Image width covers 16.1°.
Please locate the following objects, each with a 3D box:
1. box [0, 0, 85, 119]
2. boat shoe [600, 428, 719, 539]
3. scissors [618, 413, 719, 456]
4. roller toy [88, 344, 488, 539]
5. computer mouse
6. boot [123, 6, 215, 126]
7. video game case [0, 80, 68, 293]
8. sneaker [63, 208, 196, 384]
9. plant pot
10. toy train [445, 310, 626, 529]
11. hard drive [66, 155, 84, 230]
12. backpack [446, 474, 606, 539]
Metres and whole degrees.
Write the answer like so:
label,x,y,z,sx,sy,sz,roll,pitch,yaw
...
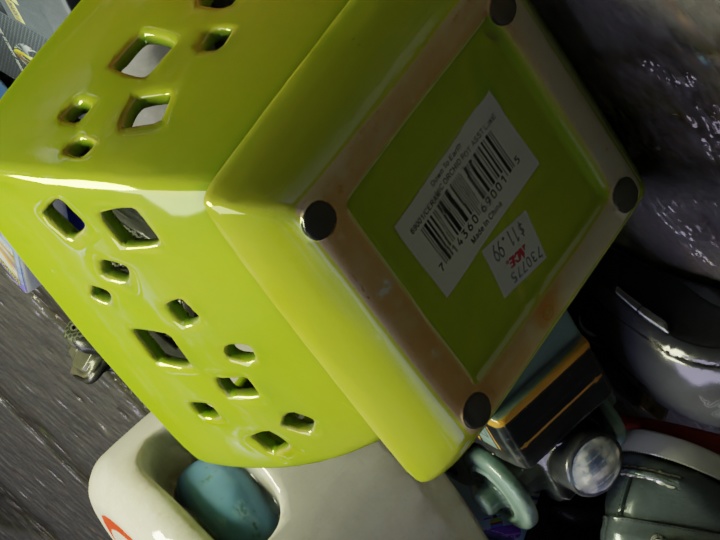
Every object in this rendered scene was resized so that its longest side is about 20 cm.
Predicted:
label,x,y,z,sx,sy,sz,roll,pitch,yaw
box,-0.185,-0.166,1.344,0.157,0.051,0.200,30,160,28
boat shoe,0.198,0.143,1.210,0.199,0.062,0.073,29,164,-19
scissors,0.110,0.070,1.245,0.199,0.014,0.073,15,176,21
roller toy,-0.037,0.133,1.220,0.183,0.140,0.200,51,168,-7
computer mouse,0.132,0.044,1.190,0.200,0.046,0.141,29,158,34
boot,-0.069,-0.070,1.261,0.132,0.070,0.200,49,166,13
video game case,-0.262,-0.101,1.614,0.200,0.045,0.181,49,163,15
sneaker,-0.134,-0.010,1.438,0.076,0.114,0.200,73,172,-81
plant pot,-0.011,-0.039,1.060,0.181,0.200,0.199,10,145,48
toy train,0.046,0.042,1.196,0.200,0.085,0.114,30,154,55
hard drive,-0.160,-0.007,1.709,0.132,0.025,0.200,35,161,19
backpack,0.076,0.166,1.365,0.199,0.135,0.183,15,159,6
